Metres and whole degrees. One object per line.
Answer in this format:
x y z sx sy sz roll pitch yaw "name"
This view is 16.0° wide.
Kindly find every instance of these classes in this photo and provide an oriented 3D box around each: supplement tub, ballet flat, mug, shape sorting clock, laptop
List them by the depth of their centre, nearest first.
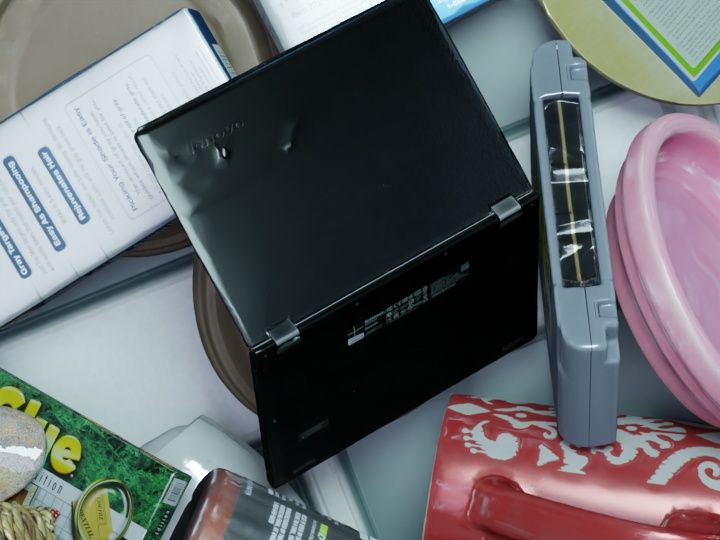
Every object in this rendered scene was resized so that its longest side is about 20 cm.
-0.007 -0.016 1.418 0.187 0.201 0.116 -29 54 -18 "laptop"
-0.016 0.197 1.433 0.199 0.107 0.107 26 94 -5 "supplement tub"
0.140 0.131 1.460 0.199 0.178 0.134 10 65 7 "mug"
0.186 -0.194 1.480 0.199 0.039 0.202 2 85 -18 "shape sorting clock"
-0.278 0.110 1.493 0.199 0.067 0.069 -9 68 27 "ballet flat"

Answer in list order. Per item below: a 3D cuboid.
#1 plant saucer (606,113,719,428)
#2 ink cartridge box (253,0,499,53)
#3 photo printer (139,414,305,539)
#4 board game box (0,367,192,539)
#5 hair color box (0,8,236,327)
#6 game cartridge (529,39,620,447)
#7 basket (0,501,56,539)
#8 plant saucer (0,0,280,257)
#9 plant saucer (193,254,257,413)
0.201 0.011 1.443 0.051 0.200 0.201 -29 91 31 "plant saucer"
-0.014 -0.221 1.482 0.144 0.085 0.201 -27 92 -2 "ink cartridge box"
-0.114 0.198 1.522 0.200 0.069 0.167 -38 90 5 "photo printer"
-0.197 0.124 1.497 0.199 0.023 0.105 25 87 32 "board game box"
-0.156 -0.057 1.481 0.199 0.061 0.100 -31 91 4 "hair color box"
0.119 -0.010 1.437 0.040 0.134 0.201 -6 58 5 "game cartridge"
-0.280 0.209 1.424 0.199 0.149 0.144 -16 71 27 "basket"
-0.140 -0.108 1.529 0.199 0.029 0.202 0 94 3 "plant saucer"
0.000 0.000 1.458 0.199 0.029 0.202 -8 107 -27 "plant saucer"
